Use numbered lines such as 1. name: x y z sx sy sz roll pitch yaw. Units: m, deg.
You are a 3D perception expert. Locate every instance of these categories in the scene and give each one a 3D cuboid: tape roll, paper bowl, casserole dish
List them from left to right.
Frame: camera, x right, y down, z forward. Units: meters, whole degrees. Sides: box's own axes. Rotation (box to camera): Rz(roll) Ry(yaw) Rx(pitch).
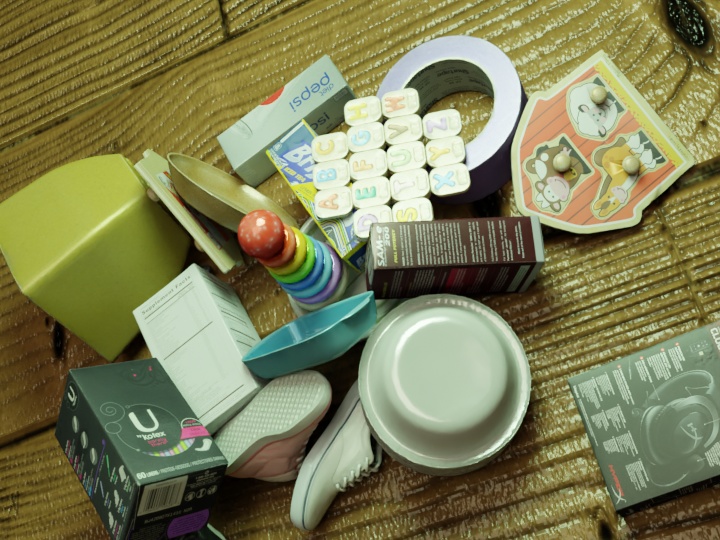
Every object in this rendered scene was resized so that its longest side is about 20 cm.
1. casserole dish: -0.057 0.081 1.094 0.199 0.121 0.039 -23 101 44
2. paper bowl: 0.095 0.126 1.055 0.197 0.105 0.204 -1 69 2
3. tape roll: 0.120 -0.195 1.200 0.197 0.085 0.204 -7 69 19

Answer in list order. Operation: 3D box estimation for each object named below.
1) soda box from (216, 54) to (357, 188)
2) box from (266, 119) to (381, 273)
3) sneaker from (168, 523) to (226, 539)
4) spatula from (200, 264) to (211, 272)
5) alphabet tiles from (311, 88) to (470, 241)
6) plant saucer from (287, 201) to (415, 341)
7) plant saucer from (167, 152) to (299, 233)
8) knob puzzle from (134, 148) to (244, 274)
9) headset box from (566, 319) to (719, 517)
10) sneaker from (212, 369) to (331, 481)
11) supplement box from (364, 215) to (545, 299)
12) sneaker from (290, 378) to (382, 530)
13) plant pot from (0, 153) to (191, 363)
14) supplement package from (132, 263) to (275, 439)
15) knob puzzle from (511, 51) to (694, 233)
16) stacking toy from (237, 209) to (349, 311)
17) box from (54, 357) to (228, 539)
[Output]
1. soda box: -0.101 -0.210 1.308 0.199 0.063 0.069 -35 62 7
2. box: -0.038 -0.097 1.185 0.070 0.064 0.201 -39 61 5
3. sneaker: -0.235 0.322 1.145 0.073 0.112 0.201 -41 61 5
4. spatula: -0.296 0.041 1.323 0.198 0.021 0.057 -27 56 10
5. alphabet tiles: 0.034 -0.133 1.135 0.192 0.015 0.203 -10 63 10
6. plant saucer: 0.000 0.000 1.198 0.197 0.050 0.204 -8 68 20
7. plant saucer: -0.175 -0.090 1.226 0.199 0.199 0.036 37 102 28
8. knob puzzle: -0.232 -0.078 1.252 0.030 0.219 0.221 -39 62 6
9. headset box: 0.342 0.156 0.985 0.197 0.077 0.151 -24 65 12
10. sneaker: -0.087 0.194 1.126 0.199 0.104 0.076 -38 46 26
11. supplement box: 0.106 -0.014 1.087 0.196 0.109 0.062 -3 70 -5
12. sneaker: -0.015 0.226 1.110 0.070 0.073 0.202 24 81 31
13. plant pot: -0.353 -0.039 1.270 0.199 0.195 0.196 -40 49 -2
14. supplement package: -0.192 0.113 1.203 0.113 0.109 0.201 -35 62 8
15. knob puzzle: 0.268 -0.134 1.102 0.215 0.030 0.224 0 87 4
16. stacking toy: -0.086 -0.020 1.099 0.084 0.200 0.087 -8 68 20
17. box: -0.261 0.209 1.087 0.200 0.121 0.107 43 124 37
